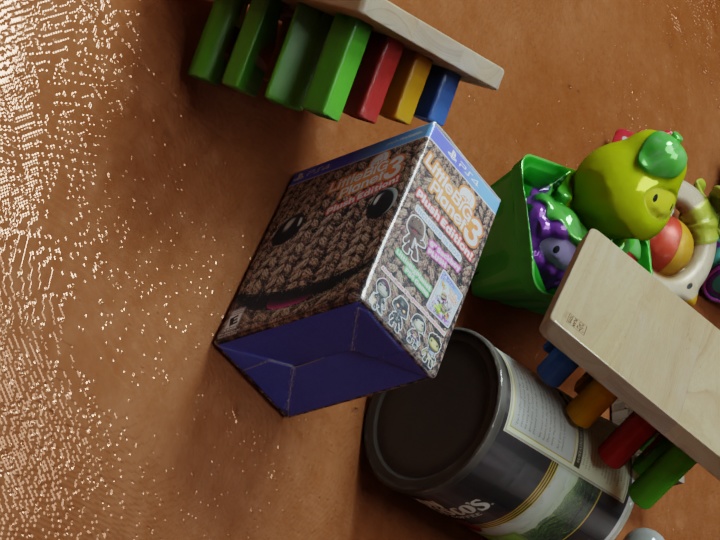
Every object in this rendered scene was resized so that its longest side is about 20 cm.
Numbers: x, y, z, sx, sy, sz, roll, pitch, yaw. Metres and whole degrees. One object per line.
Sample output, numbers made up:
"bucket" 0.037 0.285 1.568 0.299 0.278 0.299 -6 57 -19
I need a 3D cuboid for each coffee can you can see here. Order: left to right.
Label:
"coffee can" 0.122 0.154 1.675 0.200 0.146 0.147 32 53 -39

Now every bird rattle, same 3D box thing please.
"bird rattle" 0.319 -0.052 2.034 0.200 0.113 0.163 28 72 -38

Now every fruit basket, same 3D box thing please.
"fruit basket" 0.223 -0.039 1.828 0.215 0.215 0.156 15 65 -47

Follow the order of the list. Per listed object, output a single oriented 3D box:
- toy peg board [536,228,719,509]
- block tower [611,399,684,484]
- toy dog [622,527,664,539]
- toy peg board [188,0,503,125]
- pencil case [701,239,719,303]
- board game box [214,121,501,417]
"toy peg board" 0.229 0.094 1.683 0.199 0.098 0.200 39 28 -2
"block tower" 0.286 0.115 1.960 0.054 0.058 0.200 27 56 -43
"toy dog" 0.221 0.336 1.762 0.200 0.096 0.132 -36 64 -21
"toy peg board" -0.027 -0.168 1.597 0.199 0.200 0.098 22 89 -52
"pencil case" 0.434 -0.051 2.170 0.085 0.092 0.200 32 49 -16
"board game box" 0.000 0.000 1.577 0.097 0.159 0.200 48 44 -27
